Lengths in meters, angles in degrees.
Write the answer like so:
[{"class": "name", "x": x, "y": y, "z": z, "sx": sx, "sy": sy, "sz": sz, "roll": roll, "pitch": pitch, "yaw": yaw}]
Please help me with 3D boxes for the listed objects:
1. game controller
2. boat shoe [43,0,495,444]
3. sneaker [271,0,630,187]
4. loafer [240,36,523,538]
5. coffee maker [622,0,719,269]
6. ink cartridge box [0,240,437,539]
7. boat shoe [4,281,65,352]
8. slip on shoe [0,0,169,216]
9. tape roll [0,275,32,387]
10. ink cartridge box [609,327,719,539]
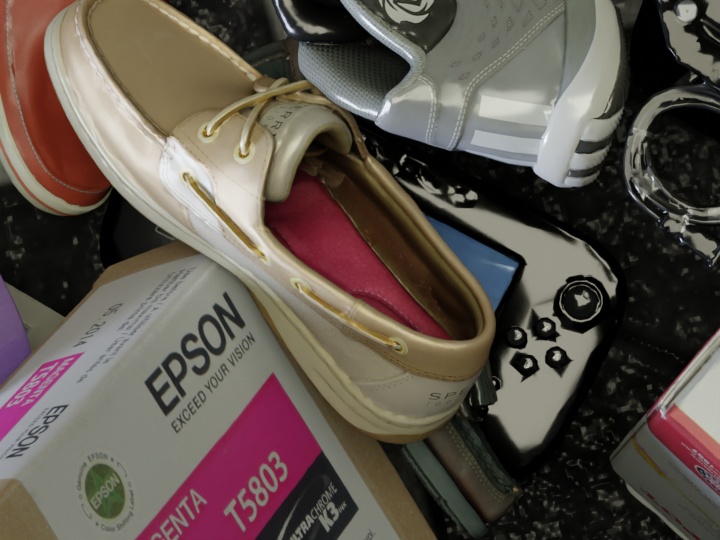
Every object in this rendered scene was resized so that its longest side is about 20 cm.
[{"class": "game controller", "x": 0.000, "y": 0.000, "z": 1.057, "sx": 0.200, "sy": 0.042, "sz": 0.104, "roll": 27, "pitch": 85, "yaw": 6}, {"class": "boat shoe", "x": -0.026, "y": -0.033, "z": 0.944, "sx": 0.200, "sy": 0.069, "sz": 0.074, "roll": 45, "pitch": 53, "yaw": 4}, {"class": "sneaker", "x": 0.025, "y": -0.113, "z": 0.952, "sx": 0.115, "sy": 0.075, "sz": 0.200, "roll": 7, "pitch": 40, "yaw": -10}, {"class": "loafer", "x": 0.008, "y": 0.002, "z": 1.009, "sx": 0.063, "sy": 0.072, "sz": 0.200, "roll": -34, "pitch": 86, "yaw": -1}, {"class": "coffee maker", "x": 0.152, "y": -0.095, "z": 0.981, "sx": 0.192, "sy": 0.200, "sz": 0.135, "roll": -41, "pitch": 83, "yaw": 0}, {"class": "ink cartridge box", "x": -0.067, "y": 0.104, "z": 0.948, "sx": 0.075, "sy": 0.200, "sz": 0.165, "roll": -18, "pitch": 111, "yaw": 35}, {"class": "boat shoe", "x": -0.144, "y": 0.054, "z": 1.047, "sx": 0.200, "sy": 0.072, "sz": 0.069, "roll": 33, "pitch": 117, "yaw": -8}, {"class": "slip on shoe", "x": -0.099, "y": -0.119, "z": 1.046, "sx": 0.061, "sy": 0.074, "sz": 0.200, "roll": 14, "pitch": 95, "yaw": 44}, {"class": "tape roll", "x": -0.219, "y": 0.048, "z": 1.001, "sx": 0.200, "sy": 0.066, "sz": 0.200, "roll": 8, "pitch": 111, "yaw": 23}, {"class": "ink cartridge box", "x": 0.173, "y": 0.077, "z": 0.961, "sx": 0.146, "sy": 0.200, "sz": 0.083, "roll": 41, "pitch": 84, "yaw": 6}]
